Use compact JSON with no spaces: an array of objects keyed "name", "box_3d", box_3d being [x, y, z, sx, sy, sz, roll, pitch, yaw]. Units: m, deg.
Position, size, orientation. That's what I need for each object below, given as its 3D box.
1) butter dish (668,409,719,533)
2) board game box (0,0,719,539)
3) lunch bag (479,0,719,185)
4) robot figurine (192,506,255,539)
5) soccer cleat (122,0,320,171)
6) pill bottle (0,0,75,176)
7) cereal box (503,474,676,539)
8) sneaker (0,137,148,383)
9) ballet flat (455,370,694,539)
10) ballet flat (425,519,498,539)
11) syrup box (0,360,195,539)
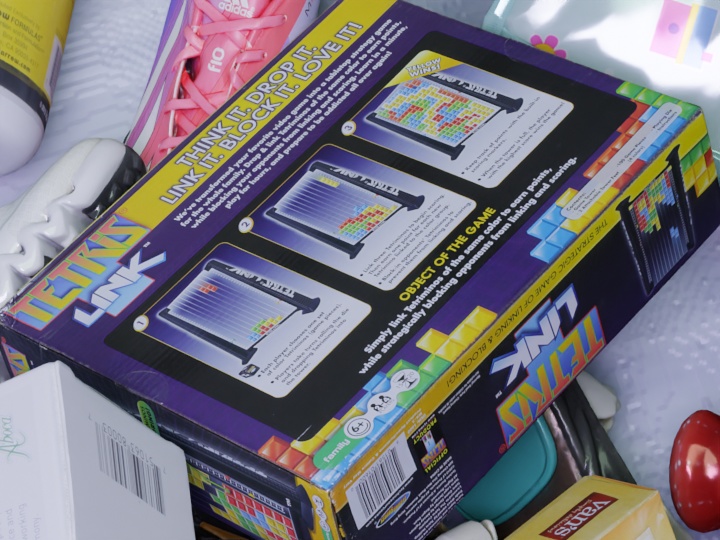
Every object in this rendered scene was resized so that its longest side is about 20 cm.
[{"name":"butter dish","box_3d":[0.179,0.073,1.048,0.147,0.199,0.201,1,70,24]},{"name":"board game box","box_3d":[0.000,0.000,1.034,0.165,0.057,0.200,23,56,39]},{"name":"lunch bag","box_3d":[0.154,-0.115,1.122,0.170,0.122,0.200,29,68,8]},{"name":"robot figurine","box_3d":[-0.063,0.175,1.053,0.144,0.058,0.201,-22,74,-13]},{"name":"soccer cleat","box_3d":[-0.051,-0.073,1.127,0.068,0.073,0.201,13,74,3]},{"name":"pill bottle","box_3d":[-0.154,-0.143,1.129,0.111,0.112,0.201,10,72,2]},{"name":"cereal box","box_3d":[0.069,0.189,0.983,0.144,0.039,0.201,-34,115,-31]},{"name":"sneaker","box_3d":[-0.156,0.025,1.090,0.081,0.075,0.200,38,85,26]},{"name":"ballet flat","box_3d":[0.074,0.082,1.085,0.068,0.068,0.201,-19,76,-50]},{"name":"ballet flat","box_3d":[0.008,0.091,1.070,0.068,0.072,0.200,-20,68,-43]},{"name":"syrup box","box_3d":[-0.154,0.110,0.947,0.199,0.079,0.082,-23,56,20]}]
